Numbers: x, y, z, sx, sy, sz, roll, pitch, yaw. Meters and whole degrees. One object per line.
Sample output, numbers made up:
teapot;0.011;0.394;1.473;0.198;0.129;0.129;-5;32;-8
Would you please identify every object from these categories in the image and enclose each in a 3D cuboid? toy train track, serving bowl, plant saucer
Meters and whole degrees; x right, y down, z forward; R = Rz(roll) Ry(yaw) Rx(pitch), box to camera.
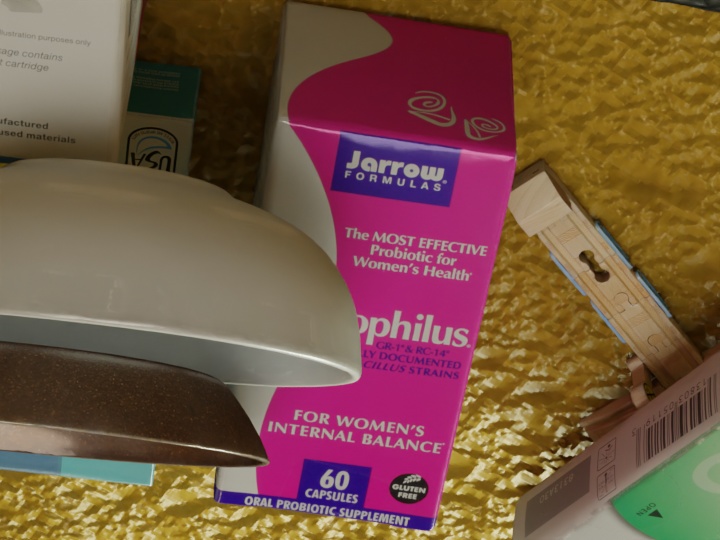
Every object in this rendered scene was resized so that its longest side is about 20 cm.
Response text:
toy train track;0.130;0.032;1.078;0.114;0.033;0.200;-31;118;20
serving bowl;-0.095;-0.002;0.889;0.198;0.200;0.066;7;83;-5
plant saucer;-0.134;0.052;0.937;0.198;0.200;0.035;5;82;-3

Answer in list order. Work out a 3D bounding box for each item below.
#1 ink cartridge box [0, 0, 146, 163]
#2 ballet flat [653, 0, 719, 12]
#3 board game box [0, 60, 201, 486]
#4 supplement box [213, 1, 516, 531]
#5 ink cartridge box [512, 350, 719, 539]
ink cartridge box;-0.116;-0.163;0.876;0.083;0.146;0.201;7;124;-3
ballet flat;0.142;-0.137;0.939;0.198;0.067;0.057;1;127;0
board game box;-0.155;-0.002;1.047;0.150;0.047;0.201;7;124;-4
supplement box;0.000;0.000;1.016;0.100;0.104;0.201;8;123;-4
ink cartridge box;0.196;0.126;1.108;0.199;0.050;0.161;29;134;-21
